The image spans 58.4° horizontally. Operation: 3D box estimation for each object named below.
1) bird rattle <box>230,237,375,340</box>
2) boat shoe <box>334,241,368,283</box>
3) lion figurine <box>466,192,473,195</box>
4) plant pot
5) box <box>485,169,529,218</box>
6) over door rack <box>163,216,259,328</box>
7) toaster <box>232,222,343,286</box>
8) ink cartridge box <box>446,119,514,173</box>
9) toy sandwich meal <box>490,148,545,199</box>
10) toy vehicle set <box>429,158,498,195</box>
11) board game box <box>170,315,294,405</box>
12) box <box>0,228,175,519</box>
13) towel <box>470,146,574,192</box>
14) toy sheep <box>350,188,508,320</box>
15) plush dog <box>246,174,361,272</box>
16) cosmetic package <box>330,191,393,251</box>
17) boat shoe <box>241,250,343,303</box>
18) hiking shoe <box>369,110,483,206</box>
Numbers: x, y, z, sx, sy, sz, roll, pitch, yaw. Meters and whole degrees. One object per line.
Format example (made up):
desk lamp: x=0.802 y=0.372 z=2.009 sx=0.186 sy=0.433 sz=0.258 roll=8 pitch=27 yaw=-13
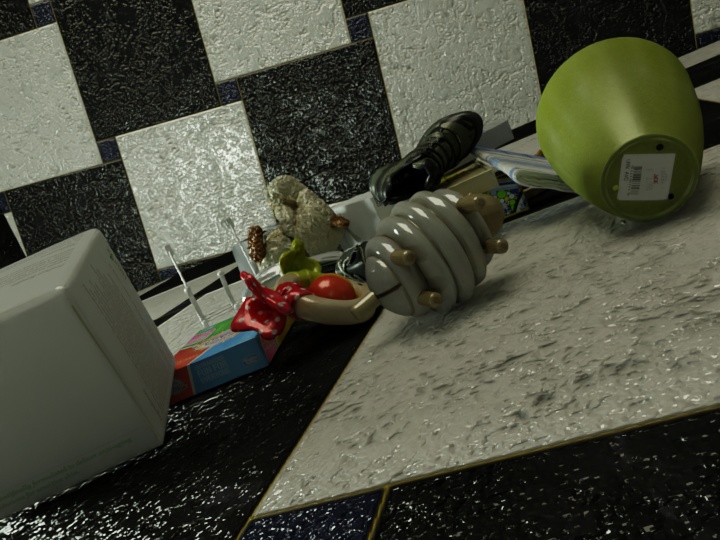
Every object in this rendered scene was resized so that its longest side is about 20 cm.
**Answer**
bird rattle: x=-0.060 y=0.025 z=0.787 sx=0.161 sy=0.114 sz=0.200 roll=9 pitch=6 yaw=4
boat shoe: x=0.000 y=0.000 z=0.908 sx=0.067 sy=0.073 sz=0.200 roll=-18 pitch=1 yaw=-7
lion figurine: x=0.110 y=-0.029 z=0.857 sx=0.121 sy=0.073 sz=0.201 roll=-4 pitch=32 yaw=25
plant pot: x=0.297 y=-0.139 z=0.715 sx=0.186 sy=0.188 sz=0.201 roll=-20 pitch=26 yaw=21
box: x=0.166 y=-0.099 z=1.046 sx=0.198 sy=0.071 sz=0.064 roll=-21 pitch=11 yaw=15
over door rack: x=-0.278 y=-0.004 z=1.242 sx=0.147 sy=0.201 sz=0.067 roll=-26 pitch=-20 yaw=-17
toaster: x=-0.150 y=-0.040 z=1.343 sx=0.180 sy=0.120 sz=0.199 roll=-30 pitch=12 yaw=-30
ink cartridge box: x=0.148 y=-0.191 z=1.074 sx=0.199 sy=0.040 sz=0.099 roll=-26 pitch=13 yaw=-14
toy sandwich meal: x=0.252 y=-0.160 z=1.163 sx=0.203 sy=0.071 sz=0.205 roll=-23 pitch=10 yaw=4
toy vehicle set: x=0.137 y=-0.132 z=1.007 sx=0.123 sy=0.027 sz=0.200 roll=-23 pitch=13 yaw=8
board game box: x=-0.178 y=0.103 z=0.877 sx=0.152 sy=0.041 sz=0.200 roll=-23 pitch=10 yaw=8
box: x=-0.331 y=0.102 z=0.682 sx=0.197 sy=0.201 sz=0.172 roll=-24 pitch=24 yaw=-1
towel: x=0.250 y=-0.147 z=0.939 sx=0.145 sy=0.024 sz=0.200 roll=7 pitch=19 yaw=-14
toy sheep: x=0.070 y=-0.015 z=0.673 sx=0.199 sy=0.139 sz=0.138 roll=-32 pitch=12 yaw=-14
plush dog: x=-0.112 y=-0.046 z=1.165 sx=0.172 sy=0.200 sz=0.160 roll=-48 pitch=39 yaw=-8
cosmetic package: x=0.024 y=-0.090 z=1.222 sx=0.081 sy=0.114 sz=0.199 roll=-28 pitch=12 yaw=-25
boat shoe: x=-0.104 y=0.013 z=1.083 sx=0.199 sy=0.074 sz=0.067 roll=-27 pitch=9 yaw=-16
hiking shoe: x=0.108 y=-0.157 z=0.953 sx=0.199 sy=0.076 sz=0.101 roll=-38 pitch=24 yaw=4
